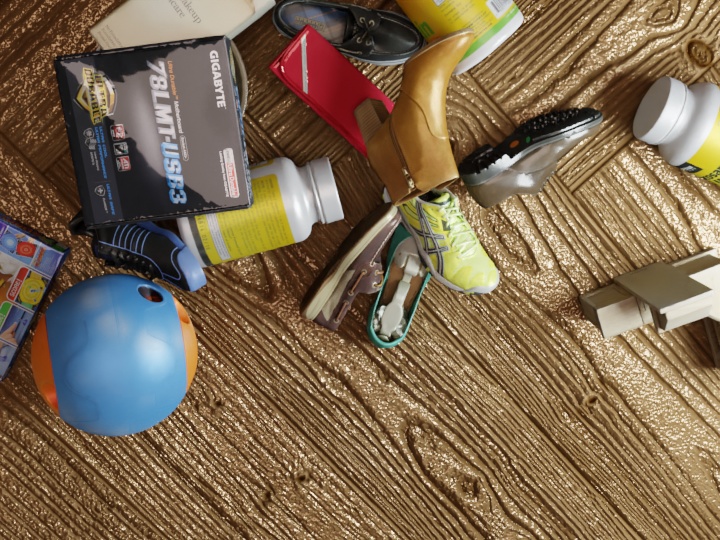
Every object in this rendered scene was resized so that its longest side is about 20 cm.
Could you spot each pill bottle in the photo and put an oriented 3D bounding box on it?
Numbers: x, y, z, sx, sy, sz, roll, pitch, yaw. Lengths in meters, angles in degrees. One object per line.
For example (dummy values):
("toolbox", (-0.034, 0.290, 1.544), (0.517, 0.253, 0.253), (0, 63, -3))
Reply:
("pill bottle", (0.462, -0.173, 1.128), (0.199, 0.112, 0.113), (21, 100, -7))
("pill bottle", (0.097, -0.351, 1.067), (0.111, 0.111, 0.200), (-39, 102, 5))
("pill bottle", (-0.127, -0.080, 1.110), (0.199, 0.111, 0.112), (-15, 102, 0))

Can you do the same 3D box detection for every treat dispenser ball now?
("treat dispenser ball", (-0.305, 0.104, 1.090), (0.200, 0.201, 0.202), (-1, 102, -4))

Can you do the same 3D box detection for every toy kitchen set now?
("toy kitchen set", (0.428, 0.095, 1.156), (0.199, 0.163, 0.181), (-20, 102, 1))

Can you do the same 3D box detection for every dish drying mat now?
("dish drying mat", (-0.019, -0.217, 1.109), (0.200, 0.018, 0.077), (39, 102, -24))

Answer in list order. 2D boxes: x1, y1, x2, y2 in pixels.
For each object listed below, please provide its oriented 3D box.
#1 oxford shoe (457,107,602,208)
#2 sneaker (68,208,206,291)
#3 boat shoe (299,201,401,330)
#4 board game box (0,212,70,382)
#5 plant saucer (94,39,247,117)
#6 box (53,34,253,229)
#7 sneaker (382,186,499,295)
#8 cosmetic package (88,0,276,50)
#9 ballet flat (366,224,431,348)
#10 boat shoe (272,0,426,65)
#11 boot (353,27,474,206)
("oxford shoe", (0.230, -0.148, 1.148), (0.199, 0.073, 0.085), (-28, 119, 4))
("sneaker", (-0.279, -0.024, 1.087), (0.200, 0.070, 0.078), (35, 61, 27))
("boat shoe", (0.000, 0.000, 1.149), (0.072, 0.072, 0.200), (34, 109, -13))
("board game box", (-0.488, 0.029, 1.147), (0.135, 0.034, 0.201), (29, 99, -8))
("plant saucer", (-0.242, -0.234, 1.112), (0.199, 0.029, 0.201), (-1, 103, -3))
("box", (-0.236, -0.159, 1.016), (0.197, 0.050, 0.201), (-6, 101, 2))
("sneaker", (0.104, -0.053, 1.113), (0.075, 0.076, 0.200), (-37, 81, -27))
("cosmetic package", (-0.210, -0.304, 1.049), (0.200, 0.073, 0.104), (-37, 101, 5))
("ballet flat", (0.061, 0.014, 1.163), (0.067, 0.070, 0.201), (17, 100, -7))
("boat shoe", (-0.013, -0.301, 1.098), (0.199, 0.057, 0.069), (9, 101, -5))
("boot", (0.087, -0.176, 1.043), (0.201, 0.071, 0.144), (-35, 77, 36))
